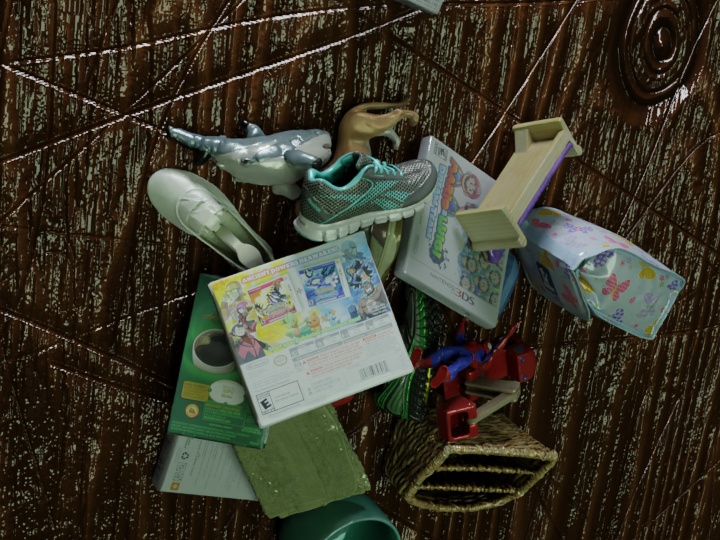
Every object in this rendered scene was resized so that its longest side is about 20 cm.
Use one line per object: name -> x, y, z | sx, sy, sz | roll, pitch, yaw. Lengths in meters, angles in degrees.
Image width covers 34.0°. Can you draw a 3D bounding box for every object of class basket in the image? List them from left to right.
basket -> 0.150, 0.286, 1.672 | 0.200, 0.149, 0.143 | 9, 103, -30

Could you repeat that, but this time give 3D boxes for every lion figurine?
lion figurine -> -0.008, -0.141, 1.492 | 0.122, 0.072, 0.200 | 14, 87, -21

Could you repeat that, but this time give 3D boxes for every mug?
mug -> -0.044, 0.385, 1.624 | 0.152, 0.114, 0.185 | 23, 102, -38

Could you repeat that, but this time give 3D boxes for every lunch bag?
lunch bag -> 0.316, -0.001, 1.642 | 0.200, 0.170, 0.127 | 25, 98, -35

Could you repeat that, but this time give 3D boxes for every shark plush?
shark plush -> -0.133, -0.144, 1.427 | 0.200, 0.091, 0.083 | 2, 64, -7

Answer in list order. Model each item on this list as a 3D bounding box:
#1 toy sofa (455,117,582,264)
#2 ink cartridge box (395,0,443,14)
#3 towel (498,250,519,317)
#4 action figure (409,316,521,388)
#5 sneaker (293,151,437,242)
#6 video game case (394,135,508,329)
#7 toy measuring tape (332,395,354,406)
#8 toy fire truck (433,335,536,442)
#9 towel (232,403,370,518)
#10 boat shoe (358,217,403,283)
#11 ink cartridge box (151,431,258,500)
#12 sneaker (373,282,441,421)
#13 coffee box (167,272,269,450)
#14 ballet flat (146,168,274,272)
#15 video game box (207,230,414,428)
toy sofa -> 0.218, -0.103, 1.557 | 0.098, 0.083, 0.200 | 55, 52, -26
ink cartridge box -> 0.064, -0.427, 1.411 | 0.136, 0.076, 0.200 | 18, 101, -32
towel -> 0.138, -0.020, 1.602 | 0.200, 0.049, 0.112 | 39, 70, -32
action figure -> 0.144, 0.095, 1.574 | 0.099, 0.065, 0.200 | -60, 159, 16
sneaker -> 0.012, -0.104, 1.408 | 0.200, 0.078, 0.091 | -24, 133, -28
video game case -> 0.129, -0.049, 1.543 | 0.182, 0.024, 0.200 | 30, 61, -36
toy measuring tape -> -0.072, 0.150, 1.522 | 0.200, 0.074, 0.074 | -15, 115, -6
toy fire truck -> 0.174, 0.160, 1.642 | 0.200, 0.141, 0.049 | -18, 116, -21
towel -> -0.083, 0.236, 1.517 | 0.148, 0.037, 0.200 | -19, 125, 6
boat shoe -> 0.000, 0.000, 1.520 | 0.066, 0.072, 0.201 | 17, 132, -5
ink cartridge box -> -0.152, 0.204, 1.550 | 0.200, 0.047, 0.198 | 12, 100, -33
sneaker -> 0.058, 0.101, 1.600 | 0.078, 0.085, 0.200 | 12, 86, -73
coffee box -> -0.156, 0.111, 1.444 | 0.123, 0.044, 0.200 | 9, 82, 4
ballet flat -> -0.171, -0.053, 1.433 | 0.069, 0.069, 0.200 | -50, 122, -3
video game box -> -0.060, 0.070, 1.410 | 0.200, 0.047, 0.182 | -19, 90, -12
